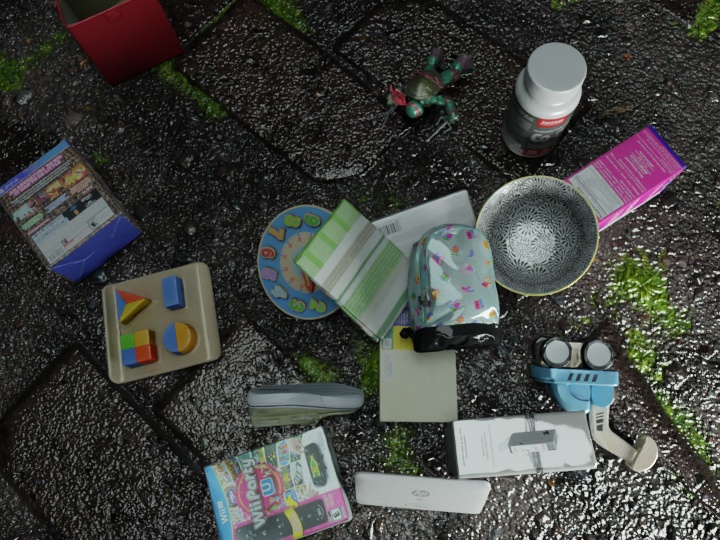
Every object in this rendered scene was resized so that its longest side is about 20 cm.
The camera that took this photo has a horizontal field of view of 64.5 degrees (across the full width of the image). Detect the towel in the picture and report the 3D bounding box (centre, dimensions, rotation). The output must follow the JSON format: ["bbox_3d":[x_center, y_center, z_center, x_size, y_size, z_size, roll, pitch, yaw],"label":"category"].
[{"bbox_3d":[0.000,0.000,0.953,0.200,0.031,0.150,44,67,-15],"label":"towel"}]

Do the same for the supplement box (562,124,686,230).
[{"bbox_3d":[0.449,-0.150,1.016,0.199,0.101,0.104,-31,74,-6],"label":"supplement box"}]

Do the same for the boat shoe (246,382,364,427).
[{"bbox_3d":[-0.091,0.228,0.958,0.198,0.072,0.063,-1,97,7],"label":"boat shoe"}]

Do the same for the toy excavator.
[{"bbox_3d":[0.373,0.211,0.924,0.192,0.100,0.202,3,86,6],"label":"toy excavator"}]

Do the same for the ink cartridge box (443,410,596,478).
[{"bbox_3d":[0.236,0.268,0.877,0.198,0.144,0.085,-4,72,2],"label":"ink cartridge box"}]

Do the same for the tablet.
[{"bbox_3d":[0.091,0.343,0.874,0.198,0.131,0.014,3,50,4],"label":"tablet"}]

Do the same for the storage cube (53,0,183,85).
[{"bbox_3d":[-0.487,-0.520,1.144,0.199,0.180,0.172,-28,73,-6],"label":"storage cube"}]

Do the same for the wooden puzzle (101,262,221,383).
[{"bbox_3d":[-0.361,0.089,1.019,0.198,0.046,0.187,-13,72,-1],"label":"wooden puzzle"}]

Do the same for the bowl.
[{"bbox_3d":[0.301,-0.054,0.989,0.199,0.094,0.203,-2,83,16],"label":"bowl"}]

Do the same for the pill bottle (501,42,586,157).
[{"bbox_3d":[0.323,-0.298,1.017,0.113,0.200,0.115,-1,73,3],"label":"pill bottle"}]

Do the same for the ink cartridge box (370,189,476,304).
[{"bbox_3d":[0.122,-0.032,1.031,0.198,0.044,0.175,-19,98,-3],"label":"ink cartridge box"}]

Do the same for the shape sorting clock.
[{"bbox_3d":[-0.096,-0.014,1.002,0.198,0.039,0.202,2,95,18],"label":"shape sorting clock"}]

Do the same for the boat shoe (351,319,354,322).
[{"bbox_3d":[-0.005,-0.005,1.019,0.056,0.068,0.202,-2,71,-39],"label":"boat shoe"}]

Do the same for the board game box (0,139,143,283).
[{"bbox_3d":[-0.540,-0.108,1.063,0.159,0.097,0.200,-40,75,-9],"label":"board game box"}]

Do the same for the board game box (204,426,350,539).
[{"bbox_3d":[-0.130,0.353,0.908,0.198,0.064,0.149,-19,72,-2],"label":"board game box"}]

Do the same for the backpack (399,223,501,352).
[{"bbox_3d":[0.152,0.026,0.932,0.165,0.127,0.202,-1,78,-16],"label":"backpack"}]

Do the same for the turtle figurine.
[{"bbox_3d":[0.131,-0.340,1.100,0.149,0.101,0.201,30,71,12],"label":"turtle figurine"}]

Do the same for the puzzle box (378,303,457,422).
[{"bbox_3d":[0.097,0.156,0.976,0.132,0.025,0.202,2,73,-2],"label":"puzzle box"}]
